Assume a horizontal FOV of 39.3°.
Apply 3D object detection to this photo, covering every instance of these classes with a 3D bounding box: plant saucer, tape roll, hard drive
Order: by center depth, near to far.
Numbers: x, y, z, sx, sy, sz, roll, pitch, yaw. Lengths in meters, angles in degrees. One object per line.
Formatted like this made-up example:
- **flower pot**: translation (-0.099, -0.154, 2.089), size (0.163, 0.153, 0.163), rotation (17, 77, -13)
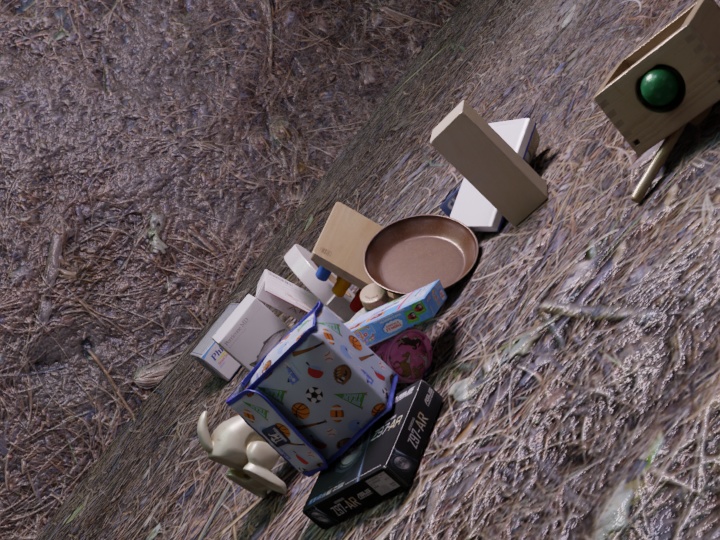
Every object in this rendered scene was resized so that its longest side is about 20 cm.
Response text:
- **plant saucer**: translation (0.103, -0.018, 1.713), size (0.197, 0.037, 0.202), rotation (-6, 42, 6)
- **hard drive**: translation (0.227, -0.164, 1.760), size (0.131, 0.025, 0.203), rotation (4, 70, 59)
- **tape roll**: translation (-0.068, 0.029, 1.987), size (0.037, 0.203, 0.203), rotation (-46, 13, 4)

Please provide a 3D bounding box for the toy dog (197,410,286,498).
- **toy dog**: translation (-0.165, 0.255, 1.699), size (0.202, 0.192, 0.140), rotation (-62, 5, -27)

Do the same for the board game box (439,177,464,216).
- **board game box**: translation (0.239, -0.191, 1.913), size (0.200, 0.035, 0.136), rotation (-44, 3, 21)

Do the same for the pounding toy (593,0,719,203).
- **pounding toy**: translation (0.409, -0.227, 1.327), size (0.184, 0.143, 0.200), rotation (-38, 6, 38)

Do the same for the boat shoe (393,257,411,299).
- **boat shoe**: translation (0.093, 0.007, 1.788), size (0.201, 0.066, 0.073), rotation (-103, 26, -55)

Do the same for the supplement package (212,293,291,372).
- **supplement package**: translation (-0.178, 0.157, 1.979), size (0.117, 0.200, 0.117), rotation (-50, 13, -7)

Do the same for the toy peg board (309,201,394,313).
- **toy peg board**: translation (0.000, 0.000, 1.891), size (0.098, 0.197, 0.201), rotation (-58, 5, 32)

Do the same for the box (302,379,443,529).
- **box**: translation (0.016, 0.254, 1.389), size (0.199, 0.043, 0.161), rotation (-38, 17, 43)

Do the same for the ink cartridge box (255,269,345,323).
- **ink cartridge box**: translation (-0.110, 0.079, 1.975), size (0.045, 0.198, 0.176), rotation (-60, 10, 9)

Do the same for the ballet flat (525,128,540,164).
- **ballet flat**: translation (0.258, -0.170, 1.809), size (0.201, 0.067, 0.063), rotation (-50, 31, 24)

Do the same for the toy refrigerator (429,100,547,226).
- **toy refrigerator**: translation (0.209, -0.174, 1.636), size (0.076, 0.200, 0.070), rotation (-42, 14, 25)

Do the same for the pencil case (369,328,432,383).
- **pencil case**: translation (0.038, 0.137, 1.574), size (0.199, 0.086, 0.084), rotation (-18, 50, 64)

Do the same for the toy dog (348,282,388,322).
- **toy dog**: translation (0.006, 0.121, 1.705), size (0.096, 0.132, 0.202), rotation (24, 78, 45)

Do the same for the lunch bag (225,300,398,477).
- **lunch bag**: translation (-0.073, 0.181, 1.426), size (0.200, 0.170, 0.124), rotation (-42, 9, 22)

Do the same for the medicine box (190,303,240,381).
- **medicine box**: translation (-0.350, 0.189, 2.700), size (0.183, 0.103, 0.200), rotation (-52, 13, -13)

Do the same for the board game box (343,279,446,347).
- **board game box**: translation (0.028, 0.081, 1.527), size (0.198, 0.037, 0.151), rotation (-25, 4, 16)
